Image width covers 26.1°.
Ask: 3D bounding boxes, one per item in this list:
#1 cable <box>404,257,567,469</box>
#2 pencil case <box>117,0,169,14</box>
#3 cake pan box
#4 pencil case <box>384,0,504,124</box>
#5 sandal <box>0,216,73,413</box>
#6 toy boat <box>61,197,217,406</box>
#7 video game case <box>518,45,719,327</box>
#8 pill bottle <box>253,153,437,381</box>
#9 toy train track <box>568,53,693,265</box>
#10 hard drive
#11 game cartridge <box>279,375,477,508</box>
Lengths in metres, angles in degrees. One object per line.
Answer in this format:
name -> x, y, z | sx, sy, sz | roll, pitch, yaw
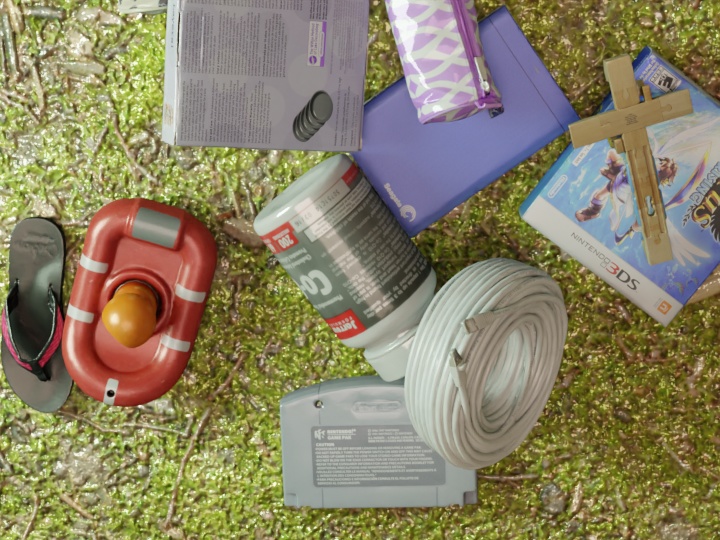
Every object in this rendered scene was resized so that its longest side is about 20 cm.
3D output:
cable -> 0.120, 0.088, 1.457 | 0.069, 0.200, 0.201 | 22, 126, 32
pencil case -> -0.183, -0.334, 1.408 | 0.089, 0.078, 0.202 | 4, 106, 19
cake pan box -> -0.084, -0.209, 1.403 | 0.183, 0.052, 0.202 | -2, 101, -24
pencil case -> 0.070, -0.230, 1.404 | 0.083, 0.085, 0.202 | -17, 91, -28
sandal -> -0.324, 0.048, 1.537 | 0.074, 0.045, 0.202 | 1, 105, 1
toy boat -> -0.217, 0.038, 1.484 | 0.129, 0.131, 0.202 | 16, 105, -4
video game case -> 0.282, -0.078, 1.477 | 0.181, 0.045, 0.200 | 36, 104, -8
pill bottle -> 0.000, 0.000, 1.475 | 0.114, 0.114, 0.200 | -35, 101, 11
toy train track -> 0.255, -0.103, 1.435 | 0.114, 0.033, 0.201 | -16, 109, 0
hard drive -> 0.091, -0.140, 1.478 | 0.199, 0.025, 0.132 | -34, 101, 11
game cartridge -> 0.019, 0.173, 1.563 | 0.198, 0.041, 0.135 | -1, 109, 2
